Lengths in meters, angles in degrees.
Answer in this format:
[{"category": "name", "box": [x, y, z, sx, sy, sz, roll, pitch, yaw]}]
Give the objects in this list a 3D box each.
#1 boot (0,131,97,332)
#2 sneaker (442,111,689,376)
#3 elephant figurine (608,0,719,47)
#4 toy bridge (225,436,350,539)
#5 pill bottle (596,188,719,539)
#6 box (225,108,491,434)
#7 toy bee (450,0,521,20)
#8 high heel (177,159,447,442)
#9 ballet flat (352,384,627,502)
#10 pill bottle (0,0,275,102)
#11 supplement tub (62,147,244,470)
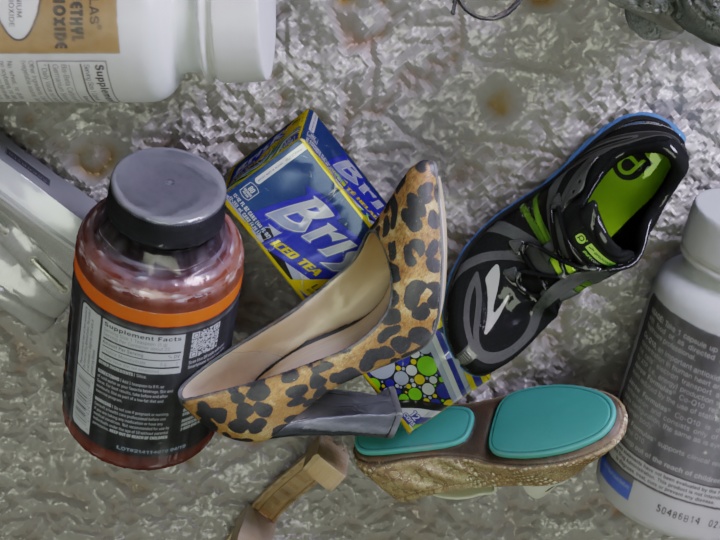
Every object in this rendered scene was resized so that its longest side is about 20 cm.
[{"category": "boot", "box": [-0.255, -0.043, 1.282, 0.199, 0.074, 0.096, 38, 103, -11]}, {"category": "sneaker", "box": [0.124, -0.018, 1.237, 0.071, 0.083, 0.200, 44, 94, -12]}, {"category": "elephant figurine", "box": [0.198, -0.176, 1.123, 0.153, 0.200, 0.143, 5, 113, 3]}, {"category": "toy bridge", "box": [-0.074, 0.185, 1.363, 0.027, 0.067, 0.200, 35, 112, -9]}, {"category": "pill bottle", "box": [0.226, 0.058, 1.261, 0.113, 0.114, 0.202, 14, 113, -1]}, {"category": "box", "box": [0.000, 0.000, 1.284, 0.070, 0.064, 0.200, -34, 106, 16]}, {"category": "toy bee", "box": [0.054, -0.242, 1.175, 0.130, 0.109, 0.202, 10, 88, 9]}, {"category": "high heel", "box": [-0.028, 0.020, 1.204, 0.141, 0.072, 0.202, 3, 121, -19]}, {"category": "ballet flat", "box": [0.090, 0.117, 1.308, 0.198, 0.071, 0.066, -5, 133, 33]}, {"category": "pill bottle", "box": [-0.153, -0.158, 1.207, 0.198, 0.115, 0.116, 1, 112, 4]}, {"category": "supplement tub", "box": [-0.129, 0.022, 1.255, 0.106, 0.107, 0.201, 12, 130, 0]}]
